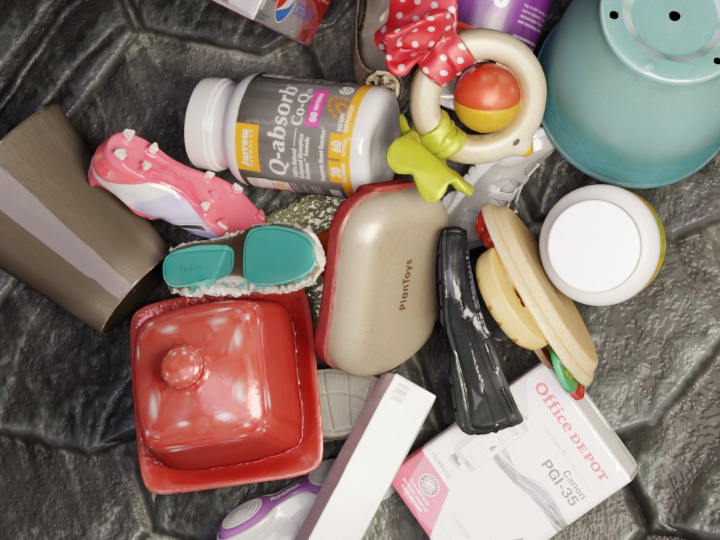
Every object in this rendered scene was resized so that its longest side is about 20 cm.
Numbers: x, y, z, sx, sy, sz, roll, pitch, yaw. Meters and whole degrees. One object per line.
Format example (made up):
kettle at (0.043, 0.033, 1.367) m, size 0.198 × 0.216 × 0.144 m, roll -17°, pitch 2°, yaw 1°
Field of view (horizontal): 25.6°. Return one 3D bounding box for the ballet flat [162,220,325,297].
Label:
ballet flat at (-0.104, -0.008, 1.546) m, size 0.199 × 0.072 × 0.072 m, roll -3°, pitch 91°, yaw 35°

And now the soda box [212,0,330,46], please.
soda box at (-0.087, -0.274, 1.550) m, size 0.063 × 0.200 × 0.070 m, roll 27°, pitch 97°, yaw 11°

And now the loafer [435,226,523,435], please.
loafer at (0.112, 0.055, 1.502) m, size 0.070 × 0.068 × 0.202 m, roll -9°, pitch 95°, yaw 3°

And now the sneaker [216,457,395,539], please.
sneaker at (-0.043, 0.258, 1.631) m, size 0.199 × 0.075 × 0.100 m, roll -25°, pitch 110°, yaw 9°

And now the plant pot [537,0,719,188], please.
plant pot at (0.267, -0.198, 1.444) m, size 0.199 × 0.188 × 0.201 m, roll 0°, pitch 76°, yaw -1°

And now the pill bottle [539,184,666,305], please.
pill bottle at (0.227, -0.024, 1.482) m, size 0.110 × 0.200 × 0.112 m, roll 0°, pitch 92°, yaw 13°

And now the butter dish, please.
butter dish at (-0.151, 0.105, 1.550) m, size 0.198 × 0.148 × 0.201 m, roll -9°, pitch 74°, yaw 13°

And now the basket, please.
basket at (-0.303, -0.040, 1.643) m, size 0.200 × 0.136 × 0.180 m, roll 42°, pitch 77°, yaw 5°

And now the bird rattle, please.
bird rattle at (0.092, -0.169, 1.478) m, size 0.162 × 0.113 × 0.201 m, roll -2°, pitch 105°, yaw -10°

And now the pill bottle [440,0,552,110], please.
pill bottle at (0.124, -0.252, 1.546) m, size 0.112 × 0.112 × 0.201 m, roll 21°, pitch 96°, yaw 12°

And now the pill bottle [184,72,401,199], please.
pill bottle at (-0.068, -0.137, 1.589) m, size 0.199 × 0.116 × 0.117 m, roll 8°, pitch 93°, yaw 19°

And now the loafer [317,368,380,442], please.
loafer at (-0.059, 0.147, 1.632) m, size 0.199 × 0.063 × 0.072 m, roll -9°, pitch 70°, yaw 10°

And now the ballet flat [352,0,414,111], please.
ballet flat at (0.021, -0.257, 1.604) m, size 0.067 × 0.046 × 0.201 m, roll 2°, pitch 92°, yaw 14°

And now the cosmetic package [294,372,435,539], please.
cosmetic package at (0.002, 0.198, 1.537) m, size 0.050 × 0.083 × 0.201 m, roll 29°, pitch 84°, yaw -8°

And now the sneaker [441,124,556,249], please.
sneaker at (0.132, -0.067, 1.576) m, size 0.082 × 0.075 × 0.200 m, roll 47°, pitch 112°, yaw 2°

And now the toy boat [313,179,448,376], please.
toy boat at (0.000, 0.000, 1.552) m, size 0.131 × 0.130 × 0.201 m, roll 29°, pitch 120°, yaw 44°

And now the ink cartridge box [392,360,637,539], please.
ink cartridge box at (0.151, 0.198, 1.565) m, size 0.200 × 0.083 × 0.147 m, roll -38°, pitch 82°, yaw 12°

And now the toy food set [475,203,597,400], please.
toy food set at (0.160, 0.028, 1.471) m, size 0.049 × 0.200 × 0.198 m, roll -31°, pitch 123°, yaw 12°

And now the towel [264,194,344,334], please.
towel at (-0.069, 0.005, 1.637) m, size 0.199 × 0.036 × 0.149 m, roll -25°, pitch 85°, yaw 13°

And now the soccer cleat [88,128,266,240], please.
soccer cleat at (-0.182, -0.069, 1.604) m, size 0.200 × 0.067 × 0.076 m, roll 31°, pitch 139°, yaw -15°
